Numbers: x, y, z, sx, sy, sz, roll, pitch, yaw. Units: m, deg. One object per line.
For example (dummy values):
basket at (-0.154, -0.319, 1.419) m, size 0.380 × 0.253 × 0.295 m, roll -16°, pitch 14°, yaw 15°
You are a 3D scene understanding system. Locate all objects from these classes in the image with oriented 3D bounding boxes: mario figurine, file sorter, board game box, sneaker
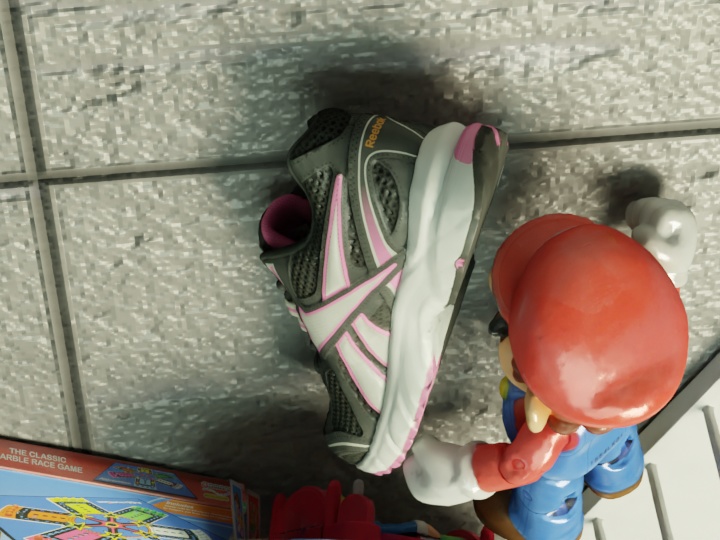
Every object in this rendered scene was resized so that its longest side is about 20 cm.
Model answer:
mario figurine at (0.079, 0.035, 0.952) m, size 0.105 × 0.124 × 0.200 m, roll 10°, pitch 151°, yaw 6°
file sorter at (0.193, 0.142, 1.059) m, size 0.138 × 0.125 × 0.200 m, roll 16°, pitch 133°, yaw -25°
board game box at (-0.163, 0.117, 1.058) m, size 0.199 × 0.020 × 0.103 m, roll 13°, pitch 135°, yaw -21°
board game box at (0.008, 0.122, 1.054) m, size 0.157 × 0.039 × 0.200 m, roll 0°, pitch 164°, yaw 13°
sneaker at (0.000, 0.000, 0.926) m, size 0.086 × 0.081 × 0.200 m, roll 19°, pitch 138°, yaw 5°
